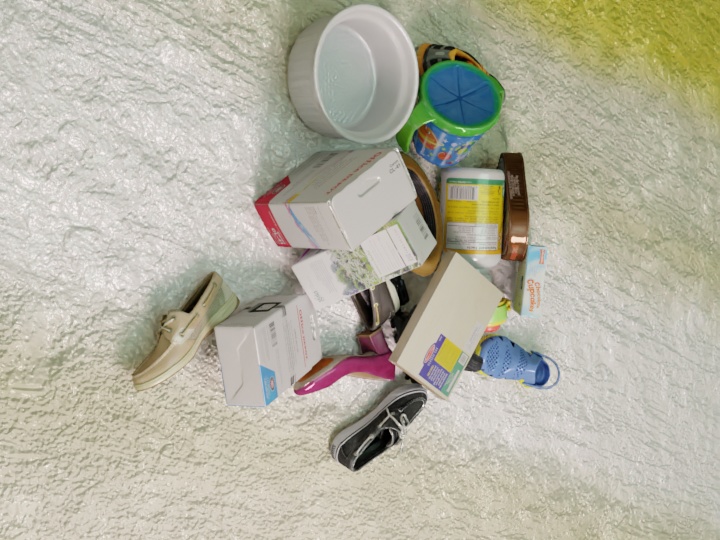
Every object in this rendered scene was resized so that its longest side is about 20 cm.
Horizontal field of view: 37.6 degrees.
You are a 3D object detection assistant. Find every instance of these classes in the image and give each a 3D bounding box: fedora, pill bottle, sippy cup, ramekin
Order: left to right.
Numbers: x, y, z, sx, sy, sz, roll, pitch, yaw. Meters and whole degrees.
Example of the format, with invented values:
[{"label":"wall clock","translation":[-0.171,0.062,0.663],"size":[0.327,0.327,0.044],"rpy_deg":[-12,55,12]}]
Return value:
[{"label":"ramekin","translation":[-0.016,-0.291,1.589],"size":[0.198,0.097,0.205],"rpy_deg":[-4,97,-37]},{"label":"fedora","translation":[0.059,-0.084,1.661],"size":[0.200,0.081,0.204],"rpy_deg":[33,48,-47]},{"label":"sippy cup","translation":[0.143,-0.239,1.685],"size":[0.174,0.131,0.142],"rpy_deg":[9,59,-10]},{"label":"pill bottle","translation":[0.181,-0.067,1.759],"size":[0.111,0.112,0.205],"rpy_deg":[-1,95,-38]}]

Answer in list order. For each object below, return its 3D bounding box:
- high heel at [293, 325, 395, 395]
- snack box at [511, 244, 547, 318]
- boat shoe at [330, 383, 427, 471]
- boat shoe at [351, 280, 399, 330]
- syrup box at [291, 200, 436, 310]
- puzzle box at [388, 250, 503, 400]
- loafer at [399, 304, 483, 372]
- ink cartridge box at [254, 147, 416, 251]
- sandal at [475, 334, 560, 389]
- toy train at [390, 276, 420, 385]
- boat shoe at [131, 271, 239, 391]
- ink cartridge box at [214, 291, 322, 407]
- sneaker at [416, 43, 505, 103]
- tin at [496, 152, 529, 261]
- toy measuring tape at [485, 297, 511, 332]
[{"label":"high heel","translation":[-0.021,0.170,1.657],"size":[0.199,0.067,0.098],"rpy_deg":[-33,110,-43]},{"label":"snack box","translation":[0.289,0.015,1.816],"size":[0.036,0.200,0.119],"rpy_deg":[6,92,4]},{"label":"boat shoe","translation":[0.045,0.254,1.702],"size":[0.197,0.068,0.075],"rpy_deg":[-27,127,-31]},{"label":"boat shoe","translation":[0.000,0.000,1.648],"size":[0.061,0.071,0.203],"rpy_deg":[-43,121,-31]},{"label":"syrup box","translation":[0.003,-0.022,1.550],"size":[0.080,0.198,0.082],"rpy_deg":[59,31,-13]},{"label":"puzzle box","translation":[0.137,0.088,1.678],"size":[0.133,0.025,0.202],"rpy_deg":[38,76,-34]},{"label":"loafer","translation":[0.142,0.115,1.745],"size":[0.199,0.067,0.072],"rpy_deg":[29,77,-43]},{"label":"ink cartridge box","translation":[-0.038,-0.103,1.525],"size":[0.147,0.198,0.087],"rpy_deg":[-40,116,-27]},{"label":"sandal","translation":[0.284,0.166,1.883],"size":[0.197,0.086,0.081],"rpy_deg":[16,87,-36]},{"label":"toy train","translation":[0.076,0.098,1.744],"size":[0.046,0.034,0.204],"rpy_deg":[-33,114,-42]},{"label":"boat shoe","translation":[-0.251,0.083,1.462],"size":[0.200,0.072,0.065],"rpy_deg":[-47,114,-30]},{"label":"ink cartridge box","translation":[-0.129,0.107,1.530],"size":[0.200,0.065,0.118],"rpy_deg":[-34,119,-64]},{"label":"sneaker","translation":[0.179,-0.316,1.754],"size":[0.198,0.077,0.080],"rpy_deg":[18,82,-40]},{"label":"tin","translation":[0.253,-0.108,1.789],"size":[0.113,0.041,0.203],"rpy_deg":[90,0,-55]},{"label":"toy measuring tape","translation":[0.191,0.078,1.809],"size":[0.197,0.073,0.075],"rpy_deg":[-14,103,-37]}]
